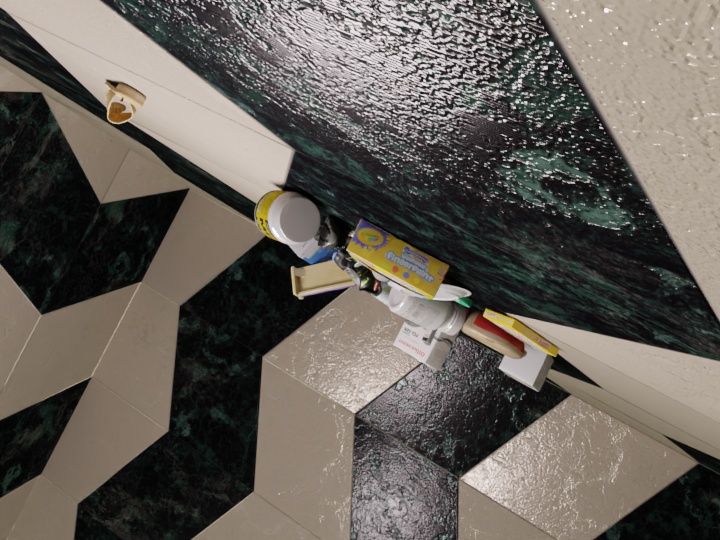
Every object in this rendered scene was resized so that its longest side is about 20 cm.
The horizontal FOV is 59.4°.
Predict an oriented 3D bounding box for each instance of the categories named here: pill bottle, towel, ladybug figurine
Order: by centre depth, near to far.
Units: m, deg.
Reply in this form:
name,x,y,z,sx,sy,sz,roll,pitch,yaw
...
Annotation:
name,x,y,z,sx,sy,sz,roll,pitch,yaw
pill bottle,-0.163,-0.119,1.412,0.113,0.116,0.199,29,176,-23
pill bottle,0.182,0.095,1.697,0.197,0.116,0.114,27,177,-21
ladybug figurine,0.362,0.171,1.708,0.197,0.073,0.136,28,177,17
towel,0.090,0.058,1.827,0.169,0.049,0.200,30,-162,-5

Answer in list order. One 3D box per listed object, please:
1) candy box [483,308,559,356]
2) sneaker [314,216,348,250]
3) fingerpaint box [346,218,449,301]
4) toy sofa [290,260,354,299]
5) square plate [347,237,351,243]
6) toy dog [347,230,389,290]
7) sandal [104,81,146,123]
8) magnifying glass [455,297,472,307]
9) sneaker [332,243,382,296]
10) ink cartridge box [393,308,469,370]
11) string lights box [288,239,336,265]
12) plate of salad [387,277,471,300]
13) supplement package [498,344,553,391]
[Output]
name,x,y,z,sx,sy,sz,roll,pitch,yaw
candy box,0.399,0.154,1.564,0.198,0.027,0.101,31,173,-34
sneaker,-0.062,-0.087,1.517,0.078,0.077,0.200,22,-172,-12
fingerpaint box,0.076,-0.015,1.295,0.197,0.075,0.167,28,177,6
toy sofa,-0.090,0.020,1.768,0.195,0.085,0.098,-12,163,14
square plate,0.033,-0.036,1.750,0.195,0.029,0.200,29,177,16
toy dog,0.039,-0.007,1.543,0.131,0.098,0.199,25,175,40
sandal,-0.499,-0.339,1.301,0.077,0.071,0.211,30,177,-32
magnifying glass,0.193,0.040,1.599,0.197,0.023,0.080,30,177,17
sneaker,0.000,0.000,1.630,0.200,0.071,0.083,45,-174,-44
ink cartridge box,0.208,0.170,1.868,0.145,0.203,0.082,23,175,46
string lights box,-0.118,-0.070,1.786,0.059,0.103,0.200,44,-178,21
plate of salad,0.161,0.033,1.469,0.195,0.049,0.200,7,170,1
supplement package,0.489,0.273,1.854,0.112,0.111,0.200,26,176,26
